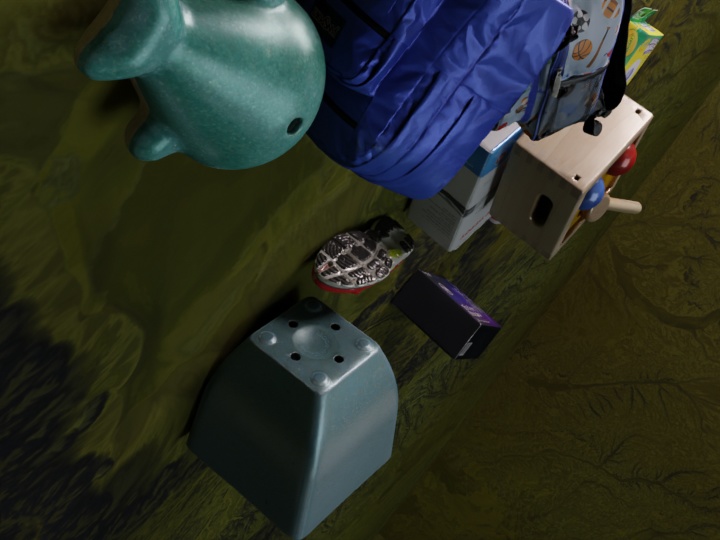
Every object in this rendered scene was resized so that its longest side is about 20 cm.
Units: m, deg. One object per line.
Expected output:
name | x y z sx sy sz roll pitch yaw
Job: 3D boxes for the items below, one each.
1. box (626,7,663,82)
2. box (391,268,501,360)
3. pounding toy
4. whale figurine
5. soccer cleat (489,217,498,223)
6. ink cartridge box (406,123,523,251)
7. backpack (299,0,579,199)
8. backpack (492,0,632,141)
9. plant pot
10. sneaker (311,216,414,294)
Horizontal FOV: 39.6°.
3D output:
box | 0.430 -0.341 1.660 0.117 0.048 0.201 -22 147 -59
box | 0.148 0.076 1.679 0.079 0.141 0.200 -53 164 7
pounding toy | 0.281 -0.116 1.267 0.184 0.142 0.201 -44 163 -25
whale figurine | -0.091 -0.128 0.639 0.160 0.104 0.200 -52 164 10
soccer cleat | 0.285 -0.152 1.676 0.200 0.069 0.085 -44 172 -6
ink cartridge box | 0.151 -0.143 1.292 0.145 0.084 0.201 -41 162 -33
backpack | 0.029 -0.172 0.780 0.167 0.163 0.201 17 117 -41
backpack | 0.155 -0.240 0.936 0.153 0.200 0.191 -24 151 -28
plant pot | -0.068 0.153 1.207 0.195 0.196 0.201 -33 150 -42
sneaker | 0.000 0.000 1.236 0.085 0.077 0.199 -52 164 30
